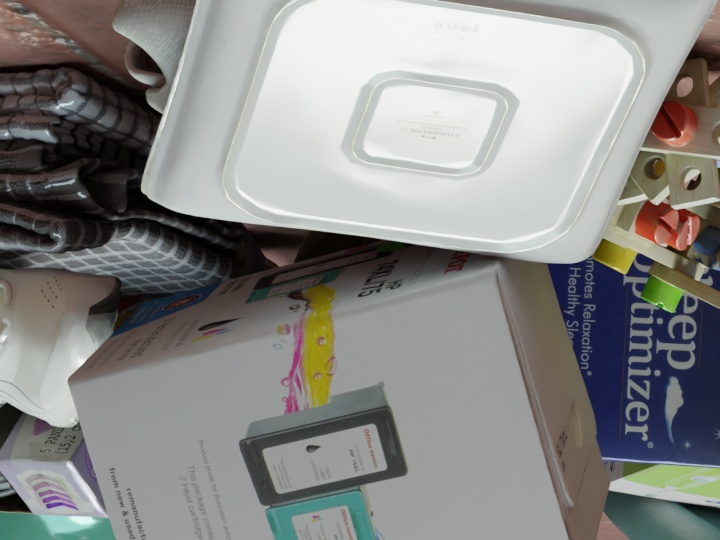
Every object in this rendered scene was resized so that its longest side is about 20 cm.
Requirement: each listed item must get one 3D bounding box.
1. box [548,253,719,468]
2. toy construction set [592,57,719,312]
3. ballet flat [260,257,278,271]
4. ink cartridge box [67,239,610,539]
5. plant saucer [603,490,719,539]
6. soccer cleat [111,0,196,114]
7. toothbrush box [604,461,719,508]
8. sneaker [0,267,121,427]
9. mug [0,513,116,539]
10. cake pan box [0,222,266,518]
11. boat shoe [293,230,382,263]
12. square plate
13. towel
[{"bbox_3d":[0.160,0.037,1.497,0.199,0.122,0.032,3,-178,10],"label":"box"},{"bbox_3d":[0.143,-0.025,1.334,0.131,0.092,0.200,29,170,31],"label":"toy construction set"},{"bbox_3d":[-0.115,0.008,1.713,0.199,0.071,0.065,5,-167,23],"label":"ballet flat"},{"bbox_3d":[-0.003,0.074,1.359,0.199,0.147,0.147,-15,-170,12],"label":"ink cartridge box"},{"bbox_3d":[0.227,0.122,1.767,0.199,0.200,0.027,12,124,-12],"label":"plant saucer"},{"bbox_3d":[-0.052,-0.080,1.294,0.086,0.070,0.200,11,161,13],"label":"soccer cleat"},{"bbox_3d":[0.232,0.078,1.626,0.145,0.086,0.200,10,165,-13],"label":"toothbrush box"},{"bbox_3d":[-0.183,0.031,1.454,0.087,0.075,0.200,21,164,-30],"label":"sneaker"},{"bbox_3d":[-0.183,0.105,1.975,0.152,0.185,0.114,26,141,-8],"label":"mug"},{"bbox_3d":[-0.172,0.047,1.596,0.184,0.200,0.052,-1,135,37],"label":"cake pan box"},{"bbox_3d":[0.000,0.000,1.578,0.073,0.065,0.200,10,148,-2],"label":"boat shoe"},{"bbox_3d":[0.025,-0.067,1.196,0.199,0.029,0.198,7,144,-11],"label":"square plate"},{"bbox_3d":[-0.171,-0.032,1.506,0.199,0.086,0.165,-1,164,33],"label":"towel"}]
